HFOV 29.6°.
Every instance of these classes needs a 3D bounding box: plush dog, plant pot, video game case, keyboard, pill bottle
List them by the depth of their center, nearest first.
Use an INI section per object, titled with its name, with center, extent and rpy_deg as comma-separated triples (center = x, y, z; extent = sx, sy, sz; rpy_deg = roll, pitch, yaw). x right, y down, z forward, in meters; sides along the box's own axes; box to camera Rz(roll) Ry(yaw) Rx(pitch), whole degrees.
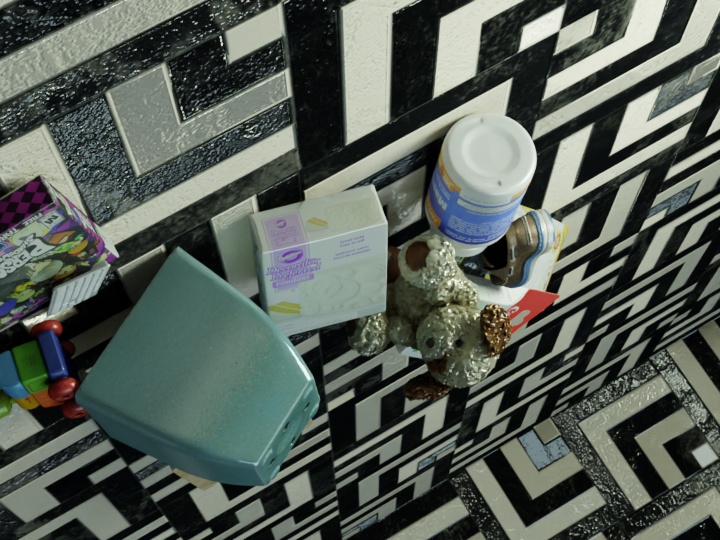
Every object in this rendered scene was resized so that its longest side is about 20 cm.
[video game case]
center = -0.336, 0.004, 1.236
extent = 0.200, 0.036, 0.181
rpy_deg = -32, 164, -2
[keyboard]
center = -0.277, 0.021, 1.323
extent = 0.056, 0.011, 0.200
rpy_deg = -32, 180, -17
[plant pot]
center = -0.157, 0.129, 1.487
extent = 0.196, 0.200, 0.196
rpy_deg = -58, 167, -15
[pill bottle]
center = 0.138, -0.095, 1.644
extent = 0.112, 0.112, 0.200
rpy_deg = -26, 161, -18
[plush dog]
center = 0.104, 0.068, 1.689
extent = 0.160, 0.172, 0.200
rpy_deg = -2, 145, -48

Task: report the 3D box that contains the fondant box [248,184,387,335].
[fondant box]
center = -0.046, -0.006, 1.561
extent = 0.144, 0.058, 0.200
rpy_deg = -14, 149, -8

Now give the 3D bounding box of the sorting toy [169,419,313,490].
[sorting toy]
center = -0.186, 0.233, 2.024
extent = 0.200, 0.070, 0.199
rpy_deg = -31, 162, -3

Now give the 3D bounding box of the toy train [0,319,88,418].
[toy train]
center = -0.356, 0.133, 1.480
extent = 0.116, 0.085, 0.200
rpy_deg = -19, 160, -7

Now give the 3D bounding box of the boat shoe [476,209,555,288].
[boat shoe]
center = 0.191, -0.028, 1.787
extent = 0.072, 0.072, 0.200
rpy_deg = -9, 159, -13

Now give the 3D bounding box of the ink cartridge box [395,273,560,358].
[ink cartridge box]
center = 0.171, 0.077, 1.938
extent = 0.200, 0.050, 0.161
rpy_deg = 14, 139, -36

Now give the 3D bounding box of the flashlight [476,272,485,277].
[flashlight]
center = 0.149, 0.039, 2.092
extent = 0.068, 0.068, 0.200
rpy_deg = 30, 119, -27

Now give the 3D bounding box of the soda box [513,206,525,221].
[soda box]
center = 0.176, -0.070, 1.850
extent = 0.068, 0.064, 0.200
rpy_deg = -37, 161, 14

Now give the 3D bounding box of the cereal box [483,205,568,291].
[cereal box]
center = 0.247, -0.017, 2.033
extent = 0.200, 0.039, 0.144
rpy_deg = 15, 96, -65

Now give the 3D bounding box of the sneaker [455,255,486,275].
[sneaker]
center = 0.109, 0.027, 1.926
extent = 0.081, 0.074, 0.200
rpy_deg = 23, 136, -20

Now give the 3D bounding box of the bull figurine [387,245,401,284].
[bull figurine]
center = 0.000, 0.000, 1.740
extent = 0.121, 0.065, 0.200
rpy_deg = -34, 159, 19
